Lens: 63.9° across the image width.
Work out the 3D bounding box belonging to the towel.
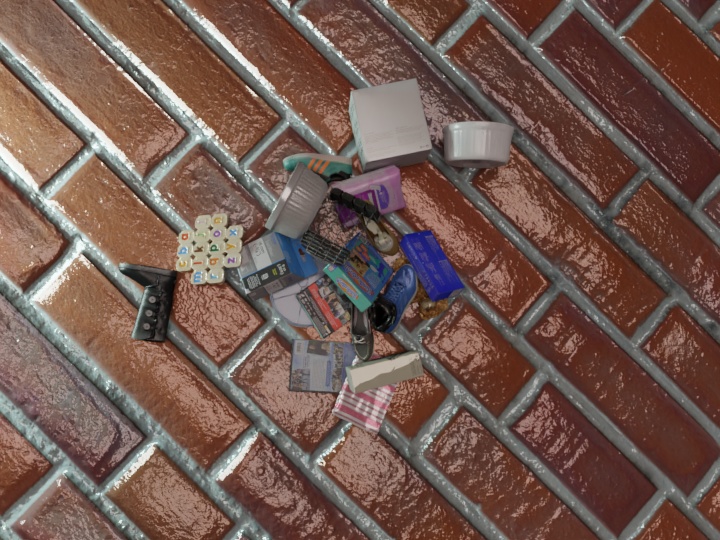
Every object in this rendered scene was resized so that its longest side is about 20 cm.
[{"bbox_3d":[0.023,0.335,1.602,0.145,0.030,0.202,26,81,-9],"label":"towel"}]

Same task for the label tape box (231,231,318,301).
[{"bbox_3d":[-0.235,-0.025,1.579,0.198,0.063,0.145,-25,63,-3],"label":"label tape box"}]

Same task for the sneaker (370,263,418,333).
[{"bbox_3d":[0.090,0.076,1.568,0.076,0.111,0.202,27,97,23],"label":"sneaker"}]

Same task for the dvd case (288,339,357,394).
[{"bbox_3d":[-0.098,0.271,1.616,0.197,0.018,0.145,4,85,-5],"label":"dvd case"}]

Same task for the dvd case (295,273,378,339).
[{"bbox_3d":[-0.062,0.074,1.605,0.199,0.022,0.147,-35,99,-16],"label":"dvd case"}]

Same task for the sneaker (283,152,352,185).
[{"bbox_3d":[-0.121,-0.282,1.634,0.197,0.071,0.081,1,81,-6],"label":"sneaker"}]

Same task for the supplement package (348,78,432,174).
[{"bbox_3d":[0.079,-0.399,1.621,0.189,0.147,0.203,-12,86,-5],"label":"supplement package"}]

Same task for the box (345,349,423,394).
[{"bbox_3d":[0.064,0.272,1.561,0.197,0.082,0.069,-13,88,-11],"label":"box"}]

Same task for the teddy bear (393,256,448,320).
[{"bbox_3d":[0.169,0.041,1.631,0.143,0.067,0.203,-9,85,-3],"label":"teddy bear"}]

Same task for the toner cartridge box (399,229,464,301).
[{"bbox_3d":[0.194,-0.015,1.583,0.094,0.043,0.201,-10,59,-31],"label":"toner cartridge box"}]

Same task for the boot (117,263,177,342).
[{"bbox_3d":[-0.595,0.088,1.576,0.162,0.066,0.203,9,89,-2],"label":"boot"}]

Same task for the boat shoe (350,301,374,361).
[{"bbox_3d":[-0.002,0.147,1.571,0.066,0.057,0.203,-3,87,26],"label":"boat shoe"}]

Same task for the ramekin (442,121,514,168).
[{"bbox_3d":[0.325,-0.347,1.615,0.197,0.200,0.099,3,92,-4],"label":"ramekin"}]

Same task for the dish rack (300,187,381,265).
[{"bbox_3d":[-0.055,-0.108,1.487,0.152,0.055,0.201,26,75,16],"label":"dish rack"}]

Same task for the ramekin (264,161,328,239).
[{"bbox_3d":[-0.169,-0.181,1.565,0.104,0.200,0.202,29,84,-11],"label":"ramekin"}]

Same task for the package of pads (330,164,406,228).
[{"bbox_3d":[0.024,-0.210,1.616,0.198,0.076,0.122,-19,122,-5],"label":"package of pads"}]

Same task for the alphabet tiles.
[{"bbox_3d":[-0.413,-0.059,1.588,0.193,0.015,0.203,-5,72,12],"label":"alphabet tiles"}]

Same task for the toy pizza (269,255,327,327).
[{"bbox_3d":[-0.156,0.059,1.622,0.197,0.032,0.203,1,83,-7],"label":"toy pizza"}]

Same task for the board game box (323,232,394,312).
[{"bbox_3d":[0.000,0.000,1.559,0.152,0.200,0.045,48,123,-5],"label":"board game box"}]

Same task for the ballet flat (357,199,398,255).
[{"bbox_3d":[0.045,-0.104,1.595,0.068,0.063,0.201,-29,121,15],"label":"ballet flat"}]
